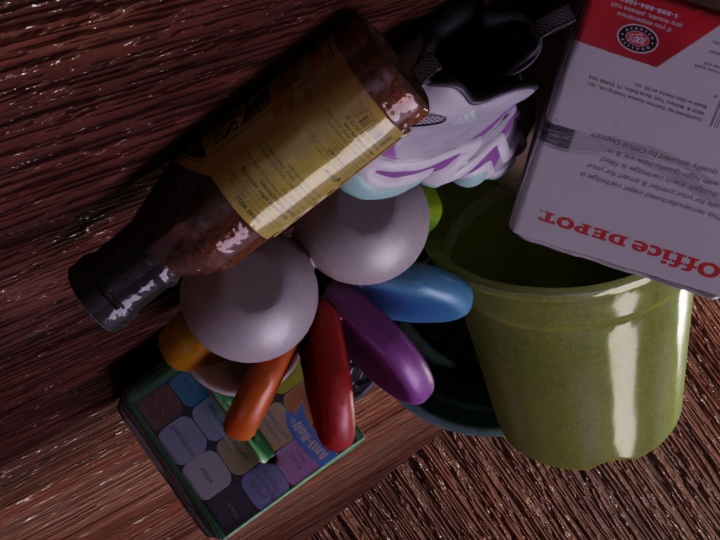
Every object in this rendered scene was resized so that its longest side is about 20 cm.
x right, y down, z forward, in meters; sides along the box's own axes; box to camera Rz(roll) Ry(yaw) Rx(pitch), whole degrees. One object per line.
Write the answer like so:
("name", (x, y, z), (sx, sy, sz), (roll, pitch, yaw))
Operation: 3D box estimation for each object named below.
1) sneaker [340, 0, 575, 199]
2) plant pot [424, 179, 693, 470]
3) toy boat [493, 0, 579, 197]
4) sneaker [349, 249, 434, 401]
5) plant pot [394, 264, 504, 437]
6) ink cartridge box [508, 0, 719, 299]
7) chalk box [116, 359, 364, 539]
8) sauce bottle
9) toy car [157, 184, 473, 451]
("sneaker", (0.075, -0.108, 1.318), (0.140, 0.078, 0.200), (-41, 171, 34))
("plant pot", (0.148, 0.027, 1.593), (0.200, 0.200, 0.185), (-32, 132, -27))
("toy boat", (0.154, -0.128, 1.483), (0.200, 0.130, 0.131), (-44, -162, 44))
("sneaker", (0.000, 0.000, 1.661), (0.075, 0.079, 0.200), (-10, 133, -55))
("plant pot", (0.102, 0.016, 1.798), (0.200, 0.200, 0.196), (-37, 179, 6))
("ink cartridge box", (0.181, -0.094, 1.350), (0.084, 0.144, 0.200), (-72, 179, -45))
("chalk box", (-0.084, 0.103, 1.622), (0.124, 0.125, 0.200), (-34, 180, -10))
("sauce bottle", (-0.059, -0.044, 1.174), (0.200, 0.066, 0.066), (-37, 172, 8))
("toy car", (-0.018, 0.030, 1.459), (0.200, 0.150, 0.175), (-34, 171, -11))
